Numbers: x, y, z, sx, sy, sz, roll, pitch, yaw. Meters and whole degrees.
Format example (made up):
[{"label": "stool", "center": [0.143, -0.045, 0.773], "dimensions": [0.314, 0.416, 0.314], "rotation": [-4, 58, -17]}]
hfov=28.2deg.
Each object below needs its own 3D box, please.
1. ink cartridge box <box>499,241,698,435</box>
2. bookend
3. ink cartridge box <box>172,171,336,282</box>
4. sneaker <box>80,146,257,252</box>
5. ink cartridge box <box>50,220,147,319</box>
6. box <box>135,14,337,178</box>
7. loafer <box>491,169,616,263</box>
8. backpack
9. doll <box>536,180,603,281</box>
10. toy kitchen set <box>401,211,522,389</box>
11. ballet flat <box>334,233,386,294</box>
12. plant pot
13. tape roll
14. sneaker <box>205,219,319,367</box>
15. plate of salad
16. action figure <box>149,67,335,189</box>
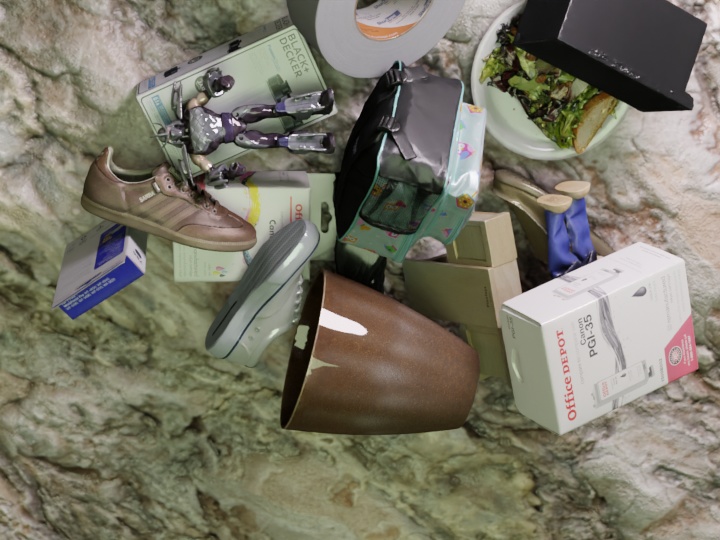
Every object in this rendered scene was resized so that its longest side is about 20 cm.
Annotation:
[{"label": "ink cartridge box", "center": [0.268, 0.076, 1.597], "dimensions": [0.200, 0.083, 0.147], "rotation": [-23, 115, -22]}, {"label": "bookend", "center": [0.300, -0.306, 1.596], "dimensions": [0.198, 0.092, 0.200], "rotation": [21, 85, -27]}, {"label": "ink cartridge box", "center": [-0.118, -0.052, 1.667], "dimensions": [0.199, 0.068, 0.117], "rotation": [-2, 111, -6]}, {"label": "sneaker", "center": [-0.204, -0.077, 1.577], "dimensions": [0.200, 0.070, 0.076], "rotation": [14, 107, -11]}, {"label": "ink cartridge box", "center": [-0.287, -0.005, 1.594], "dimensions": [0.099, 0.200, 0.039], "rotation": [-32, 110, 7]}, {"label": "box", "center": [-0.139, -0.195, 1.615], "dimensions": [0.200, 0.060, 0.117], "rotation": [-23, 111, 2]}, {"label": "loafer", "center": [0.227, -0.046, 1.706], "dimensions": [0.200, 0.076, 0.067], "rotation": [37, 96, -17]}, {"label": "backpack", "center": [0.051, -0.108, 1.594], "dimensions": [0.153, 0.176, 0.200], "rotation": [19, 143, -17]}, {"label": "doll", "center": [0.244, 0.005, 1.643], "dimensions": [0.136, 0.048, 0.200], "rotation": [-34, 119, -40]}, {"label": "toy kitchen set", "center": [0.173, 0.012, 1.723], "dimensions": [0.180, 0.163, 0.200], "rotation": [-20, 105, -34]}, {"label": "ballet flat", "center": [0.000, 0.000, 1.718], "dimensions": [0.066, 0.057, 0.200], "rotation": [4, 104, -1]}, {"label": "plant pot", "center": [0.028, 0.111, 1.633], "dimensions": [0.200, 0.187, 0.187], "rotation": [14, 108, -8]}, {"label": "tape roll", "center": [0.022, -0.308, 1.537], "dimensions": [0.200, 0.066, 0.201], "rotation": [-23, 140, -21]}, {"label": "sneaker", "center": [-0.097, 0.027, 1.626], "dimensions": [0.071, 0.073, 0.200], "rotation": [26, 119, -26]}, {"label": "plate of salad", "center": [0.228, -0.221, 1.656], "dimensions": [0.200, 0.048, 0.201], "rotation": [-2, 111, -5]}, {"label": "action figure", "center": [-0.129, -0.157, 1.558], "dimensions": [0.200, 0.069, 0.130], "rotation": [-6, 99, -10]}]
